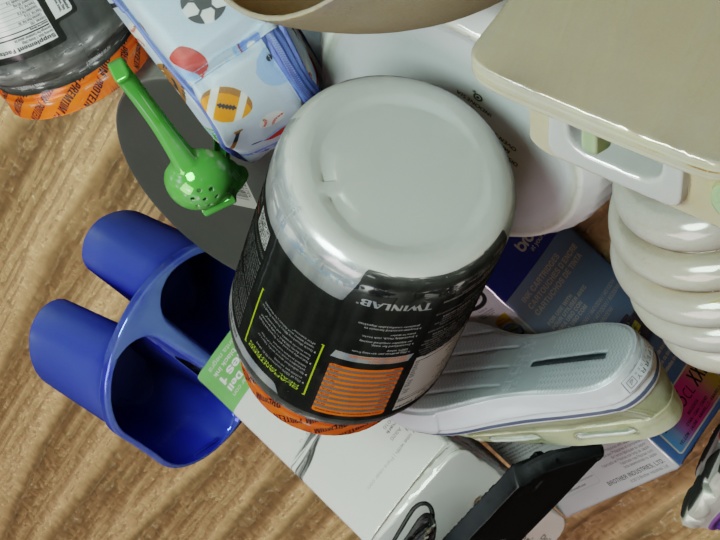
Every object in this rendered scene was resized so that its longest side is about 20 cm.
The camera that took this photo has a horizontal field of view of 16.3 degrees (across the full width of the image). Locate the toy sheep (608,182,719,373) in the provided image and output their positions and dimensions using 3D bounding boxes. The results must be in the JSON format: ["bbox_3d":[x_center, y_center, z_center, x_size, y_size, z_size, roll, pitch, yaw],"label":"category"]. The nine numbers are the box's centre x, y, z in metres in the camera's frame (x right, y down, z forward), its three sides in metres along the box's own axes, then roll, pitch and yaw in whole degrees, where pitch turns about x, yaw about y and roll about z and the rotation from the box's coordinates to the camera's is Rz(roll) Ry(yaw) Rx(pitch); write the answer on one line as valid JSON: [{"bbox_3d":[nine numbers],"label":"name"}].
[{"bbox_3d":[0.189,-0.018,1.258,0.138,0.138,0.200,10,140,39],"label":"toy sheep"}]

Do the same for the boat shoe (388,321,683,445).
[{"bbox_3d":[0.089,0.072,1.407,0.200,0.072,0.062,-3,135,46],"label":"boat shoe"}]

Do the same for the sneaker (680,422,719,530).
[{"bbox_3d":[0.249,0.105,1.444,0.083,0.081,0.200,22,158,2],"label":"sneaker"}]

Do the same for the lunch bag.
[{"bbox_3d":[-0.090,-0.157,1.347,0.200,0.075,0.160,59,-174,5],"label":"lunch bag"}]

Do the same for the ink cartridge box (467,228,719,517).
[{"bbox_3d":[0.102,0.042,1.491,0.200,0.076,0.136,42,149,-8],"label":"ink cartridge box"}]

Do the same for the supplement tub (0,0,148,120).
[{"bbox_3d":[-0.204,-0.194,1.442,0.122,0.123,0.200,7,135,42],"label":"supplement tub"}]

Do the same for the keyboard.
[{"bbox_3d":[0.050,0.155,1.447,0.040,0.104,0.200,55,131,21],"label":"keyboard"}]

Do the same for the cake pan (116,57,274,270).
[{"bbox_3d":[-0.067,-0.062,1.520,0.200,0.037,0.200,27,148,18],"label":"cake pan"}]

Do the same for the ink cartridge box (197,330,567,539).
[{"bbox_3d":[0.013,0.112,1.566,0.146,0.084,0.200,36,-176,-46],"label":"ink cartridge box"}]

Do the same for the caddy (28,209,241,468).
[{"bbox_3d":[-0.124,0.048,1.655,0.105,0.142,0.200,28,173,27],"label":"caddy"}]

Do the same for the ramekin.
[{"bbox_3d":[0.070,-0.106,1.307,0.202,0.094,0.203,27,148,18],"label":"ramekin"}]

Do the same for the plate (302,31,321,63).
[{"bbox_3d":[-0.077,-0.111,1.525,0.200,0.026,0.200,27,149,18],"label":"plate"}]

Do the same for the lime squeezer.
[{"bbox_3d":[-0.092,-0.060,1.365,0.071,0.038,0.200,49,-174,13],"label":"lime squeezer"}]

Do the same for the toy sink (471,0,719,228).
[{"bbox_3d":[0.152,-0.097,1.127,0.130,0.200,0.112,24,147,22],"label":"toy sink"}]

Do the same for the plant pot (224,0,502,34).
[{"bbox_3d":[0.033,-0.195,1.165,0.134,0.201,0.200,15,166,-37],"label":"plant pot"}]

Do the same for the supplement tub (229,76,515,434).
[{"bbox_3d":[0.000,0.000,1.295,0.122,0.123,0.200,34,150,6],"label":"supplement tub"}]
